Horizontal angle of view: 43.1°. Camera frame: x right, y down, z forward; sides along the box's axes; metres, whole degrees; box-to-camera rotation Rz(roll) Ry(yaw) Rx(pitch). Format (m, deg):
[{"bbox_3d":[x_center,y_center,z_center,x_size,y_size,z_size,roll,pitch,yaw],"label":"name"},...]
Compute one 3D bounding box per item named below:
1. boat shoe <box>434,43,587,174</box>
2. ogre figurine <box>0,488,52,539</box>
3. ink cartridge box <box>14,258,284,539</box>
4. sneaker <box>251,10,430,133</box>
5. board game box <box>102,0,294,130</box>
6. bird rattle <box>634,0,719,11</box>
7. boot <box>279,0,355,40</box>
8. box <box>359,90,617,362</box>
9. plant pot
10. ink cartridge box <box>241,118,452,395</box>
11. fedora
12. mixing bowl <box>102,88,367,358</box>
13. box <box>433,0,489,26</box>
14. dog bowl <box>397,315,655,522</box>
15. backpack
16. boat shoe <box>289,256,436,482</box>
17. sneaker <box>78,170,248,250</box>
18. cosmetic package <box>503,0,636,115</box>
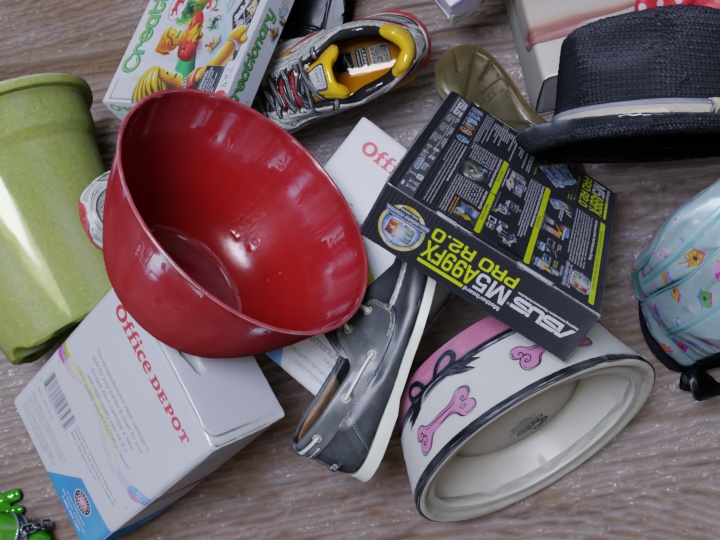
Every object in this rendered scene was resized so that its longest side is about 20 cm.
[{"bbox_3d":[0.130,-0.099,0.782,0.073,0.063,0.201,-36,83,-5],"label":"boat shoe"},{"bbox_3d":[-0.366,0.194,0.759,0.200,0.120,0.098,40,87,12],"label":"ogre figurine"},{"bbox_3d":[-0.171,0.107,0.718,0.200,0.084,0.145,-41,74,36],"label":"ink cartridge box"},{"bbox_3d":[-0.041,-0.160,0.742,0.198,0.082,0.079,-21,102,12],"label":"sneaker"},{"bbox_3d":[-0.118,-0.210,0.744,0.125,0.035,0.202,8,69,30],"label":"board game box"},{"bbox_3d":[0.307,-0.190,0.688,0.197,0.113,0.165,-7,101,-6],"label":"bird rattle"},{"bbox_3d":[-0.087,-0.260,0.824,0.166,0.076,0.203,8,87,5],"label":"boot"},{"bbox_3d":[0.101,-0.042,0.651,0.159,0.200,0.044,32,123,0],"label":"box"},{"bbox_3d":[-0.275,-0.031,0.765,0.199,0.200,0.186,-29,88,2],"label":"plant pot"},{"bbox_3d":[0.000,0.000,0.753,0.144,0.085,0.201,38,85,11],"label":"ink cartridge box"},{"bbox_3d":[0.208,-0.130,0.642,0.198,0.201,0.093,-1,89,8],"label":"fedora"},{"bbox_3d":[-0.103,-0.015,0.639,0.108,0.199,0.201,-41,74,35],"label":"mixing bowl"},{"bbox_3d":[0.142,-0.271,0.725,0.199,0.039,0.042,-35,77,1],"label":"box"},{"bbox_3d":[0.114,0.102,0.679,0.199,0.200,0.074,-31,57,1],"label":"dog bowl"},{"bbox_3d":[0.278,0.000,0.664,0.127,0.200,0.167,44,88,13],"label":"backpack"},{"bbox_3d":[0.009,0.046,0.655,0.067,0.072,0.202,21,87,-5],"label":"boat shoe"},{"bbox_3d":[-0.133,-0.066,0.741,0.198,0.082,0.079,-18,86,-36],"label":"sneaker"},{"bbox_3d":[0.175,-0.250,0.781,0.102,0.087,0.203,-14,78,4],"label":"cosmetic package"}]
